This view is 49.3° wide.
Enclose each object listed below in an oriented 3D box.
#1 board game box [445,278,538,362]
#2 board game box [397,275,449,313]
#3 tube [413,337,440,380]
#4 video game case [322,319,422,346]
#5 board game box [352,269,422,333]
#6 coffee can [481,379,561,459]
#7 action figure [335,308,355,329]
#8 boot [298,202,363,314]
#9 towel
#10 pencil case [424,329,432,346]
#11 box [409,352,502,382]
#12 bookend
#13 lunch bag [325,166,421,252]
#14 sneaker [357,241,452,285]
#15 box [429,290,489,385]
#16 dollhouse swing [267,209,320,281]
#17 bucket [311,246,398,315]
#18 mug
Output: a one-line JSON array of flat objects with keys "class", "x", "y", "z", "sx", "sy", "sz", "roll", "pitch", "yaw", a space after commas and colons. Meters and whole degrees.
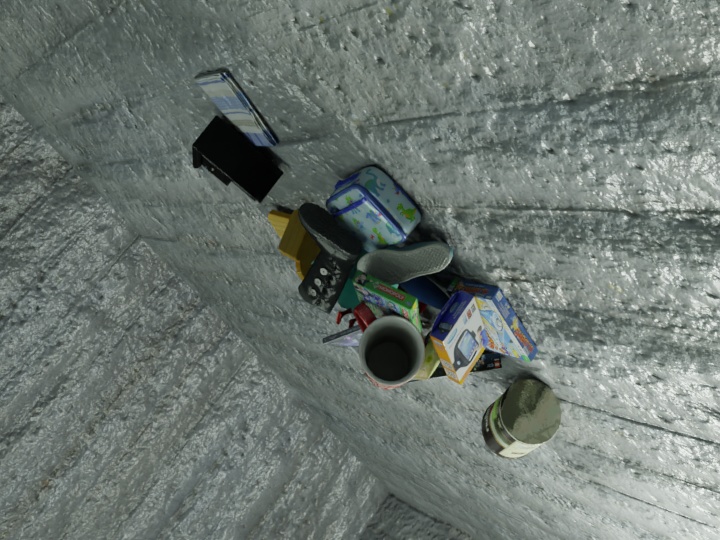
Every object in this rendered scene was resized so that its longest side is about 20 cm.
[{"class": "board game box", "x": 0.278, "y": 0.105, "z": 1.655, "sx": 0.134, "sy": 0.035, "sz": 0.201, "roll": 13, "pitch": 147, "yaw": 52}, {"class": "board game box", "x": 0.118, "y": 0.049, "z": 1.660, "sx": 0.197, "sy": 0.039, "sz": 0.159, "roll": 24, "pitch": -160, "yaw": -38}, {"class": "tube", "x": 0.174, "y": 0.154, "z": 1.701, "sx": 0.051, "sy": 0.202, "sz": 0.058, "roll": 27, "pitch": 159, "yaw": 21}, {"class": "video game case", "x": 0.027, "y": 0.144, "z": 1.819, "sx": 0.141, "sy": 0.020, "sz": 0.198, "roll": 8, "pitch": 157, "yaw": -44}, {"class": "board game box", "x": 0.058, "y": 0.076, "z": 1.595, "sx": 0.132, "sy": 0.030, "sz": 0.201, "roll": 25, "pitch": 162, "yaw": 17}, {"class": "coffee can", "x": 0.376, "y": 0.353, "z": 1.847, "sx": 0.145, "sy": 0.147, "sz": 0.201, "roll": 35, "pitch": 160, "yaw": 10}, {"class": "action figure", "x": 0.020, "y": 0.099, "z": 1.916, "sx": 0.065, "sy": 0.198, "sz": 0.053, "roll": 26, "pitch": 122, "yaw": 30}, {"class": "boot", "x": -0.090, "y": -0.022, "z": 1.658, "sx": 0.164, "sy": 0.065, "sz": 0.202, "roll": 42, "pitch": 140, "yaw": 13}, {"class": "towel", "x": -0.271, "y": -0.347, "z": 1.699, "sx": 0.145, "sy": 0.024, "sz": 0.201, "roll": 15, "pitch": 148, "yaw": 52}, {"class": "pencil case", "x": 0.213, "y": 0.168, "z": 1.844, "sx": 0.088, "sy": 0.079, "sz": 0.200, "roll": 24, "pitch": 163, "yaw": -9}, {"class": "box", "x": 0.214, "y": 0.228, "z": 1.837, "sx": 0.136, "sy": 0.195, "sz": 0.039, "roll": 146, "pitch": 117, "yaw": -69}, {"class": "bookend", "x": -0.293, "y": -0.239, "z": 1.841, "sx": 0.198, "sy": 0.093, "sz": 0.200, "roll": 40, "pitch": 168, "yaw": -6}, {"class": "lunch bag", "x": 0.019, "y": -0.121, "z": 1.576, "sx": 0.161, "sy": 0.083, "sz": 0.199, "roll": 47, "pitch": 158, "yaw": -13}, {"class": "sneaker", "x": 0.093, "y": -0.015, "z": 1.569, "sx": 0.195, "sy": 0.076, "sz": 0.082, "roll": -5, "pitch": -176, "yaw": 20}, {"class": "box", "x": 0.205, "y": 0.135, "z": 1.619, "sx": 0.041, "sy": 0.120, "sz": 0.202, "roll": 25, "pitch": 156, "yaw": 33}, {"class": "dollhouse swing", "x": -0.167, "y": -0.034, "z": 1.989, "sx": 0.172, "sy": 0.185, "sz": 0.201, "roll": 1, "pitch": 144, "yaw": 28}, {"class": "bucket", "x": 0.000, "y": 0.000, "z": 1.784, "sx": 0.205, "sy": 0.136, "sz": 0.208, "roll": 34, "pitch": 159, "yaw": 15}, {"class": "mug", "x": 0.058, "y": 0.159, "z": 1.625, "sx": 0.129, "sy": 0.183, "sz": 0.200, "roll": -7, "pitch": 165, "yaw": -2}]
